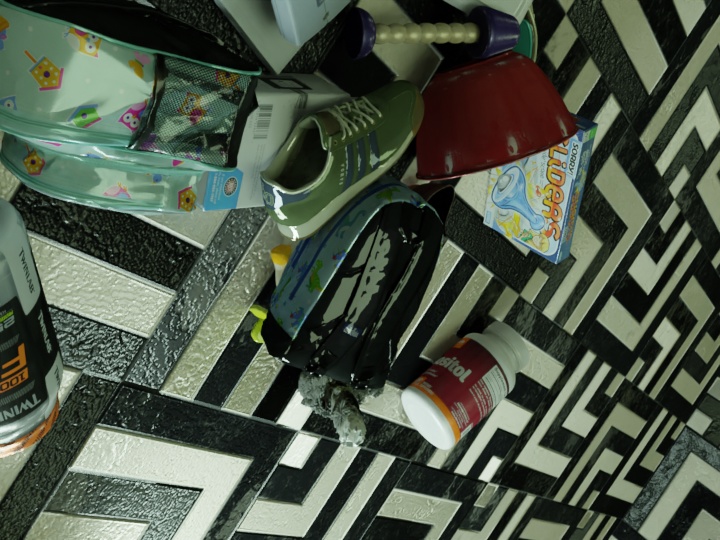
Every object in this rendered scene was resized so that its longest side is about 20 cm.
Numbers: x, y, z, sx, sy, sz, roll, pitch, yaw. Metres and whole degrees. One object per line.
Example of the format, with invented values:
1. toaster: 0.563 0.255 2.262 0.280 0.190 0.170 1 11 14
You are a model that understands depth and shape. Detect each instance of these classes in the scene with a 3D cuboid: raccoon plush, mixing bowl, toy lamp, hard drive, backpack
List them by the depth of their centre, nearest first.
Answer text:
1. backpack: -0.201 -0.133 0.633 0.198 0.175 0.156 14 104 -46
2. hard drive: -0.051 -0.302 0.787 0.201 0.025 0.132 -51 143 -5
3. backpack: 0.000 0.000 0.879 0.161 0.155 0.202 18 117 -35
4. toy lamp: 0.081 -0.255 0.902 0.196 0.058 0.059 -5 124 -24
5. mixing bowl: 0.144 -0.188 0.979 0.198 0.198 0.111 -27 107 -31
6. raccoon plush: 0.002 0.164 1.071 0.132 0.202 0.097 16 125 -30

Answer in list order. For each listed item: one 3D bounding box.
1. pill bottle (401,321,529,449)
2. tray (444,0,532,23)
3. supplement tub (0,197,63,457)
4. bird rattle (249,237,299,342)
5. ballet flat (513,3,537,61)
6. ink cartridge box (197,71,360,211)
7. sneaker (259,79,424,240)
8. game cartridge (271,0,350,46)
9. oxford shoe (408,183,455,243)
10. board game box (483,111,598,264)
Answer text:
1. pill bottle: 0.167 0.173 1.315 0.199 0.112 0.114 -38 140 -22
2. tray: 0.126 -0.333 0.904 0.197 0.022 0.109 16 113 -34
3. supplement tub: -0.315 0.050 0.689 0.121 0.122 0.203 -27 135 -30
4. bird rattle: -0.035 0.015 0.993 0.198 0.112 0.166 -32 121 -31
5. ballet flat: 0.181 -0.318 1.004 0.069 0.069 0.202 -39 139 -19
6. ink cartridge box: -0.083 -0.133 0.847 0.197 0.066 0.118 -9 124 -44
7. sneaker: -0.019 -0.124 0.811 0.200 0.067 0.090 -46 147 -8
8. game cartridge: -0.011 -0.301 0.741 0.201 0.041 0.133 -52 170 -12
9. oxford shoe: 0.059 -0.031 1.011 0.071 0.072 0.203 44 53 -32
10. board game box: 0.240 -0.127 1.146 0.034 0.134 0.203 -27 135 -35
